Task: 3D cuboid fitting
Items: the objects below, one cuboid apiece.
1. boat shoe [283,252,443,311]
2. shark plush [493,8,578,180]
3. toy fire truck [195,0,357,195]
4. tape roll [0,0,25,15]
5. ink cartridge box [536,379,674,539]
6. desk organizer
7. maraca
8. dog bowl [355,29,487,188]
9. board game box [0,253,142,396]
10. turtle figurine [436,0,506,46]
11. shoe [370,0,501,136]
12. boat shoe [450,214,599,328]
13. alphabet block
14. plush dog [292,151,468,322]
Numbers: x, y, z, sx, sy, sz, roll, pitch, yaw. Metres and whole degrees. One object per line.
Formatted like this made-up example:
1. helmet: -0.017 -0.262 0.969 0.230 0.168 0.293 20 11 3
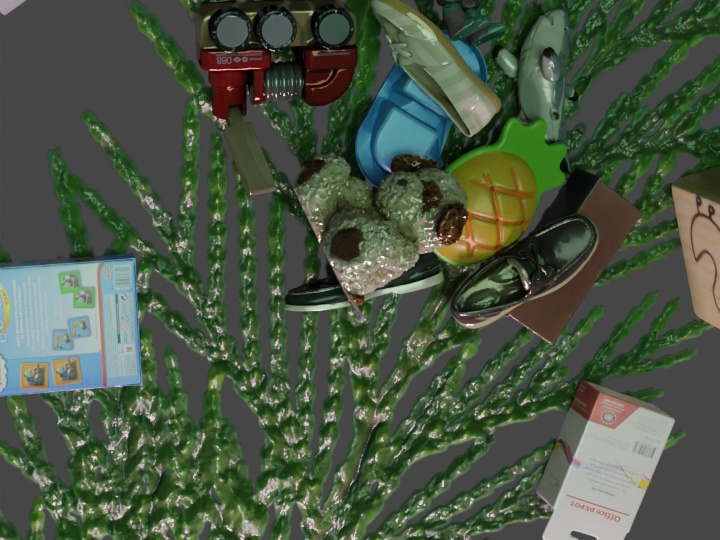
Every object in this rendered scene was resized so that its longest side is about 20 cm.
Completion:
1. boat shoe: 0.001 0.000 1.739 0.198 0.074 0.067 -11 103 -12
2. shark plush: 0.238 -0.205 1.758 0.083 0.091 0.201 -30 105 -38
3. toy fire truck: -0.093 -0.201 1.654 0.175 0.129 0.201 -4 115 -14
4. tape roll: -0.394 -0.361 1.491 0.071 0.202 0.203 -35 108 -4
5. ink cartridge box: 0.302 0.255 1.875 0.116 0.067 0.201 20 95 -17
6. desk organizer: 0.249 -0.017 1.799 0.077 0.072 0.200 33 93 -21
7. maraca: 0.158 -0.092 1.736 0.200 0.107 0.137 -44 124 2
8. dog bowl: 0.065 -0.187 1.725 0.111 0.050 0.201 29 94 -18
9. board game box: -0.354 0.063 1.683 0.199 0.037 0.152 -4 103 -14
10. turtle figurine: 0.094 -0.354 1.667 0.149 0.100 0.201 -14 79 -48
11. shoe: 0.079 -0.231 1.655 0.200 0.070 0.053 43 81 -20
12. boat shoe: 0.192 0.004 1.723 0.200 0.065 0.073 -37 83 7
13. alphabet block: 0.520 -0.032 1.795 0.195 0.200 0.196 -16 105 -10
14. plush dog: 0.040 -0.050 1.641 0.171 0.200 0.161 -27 129 -1
